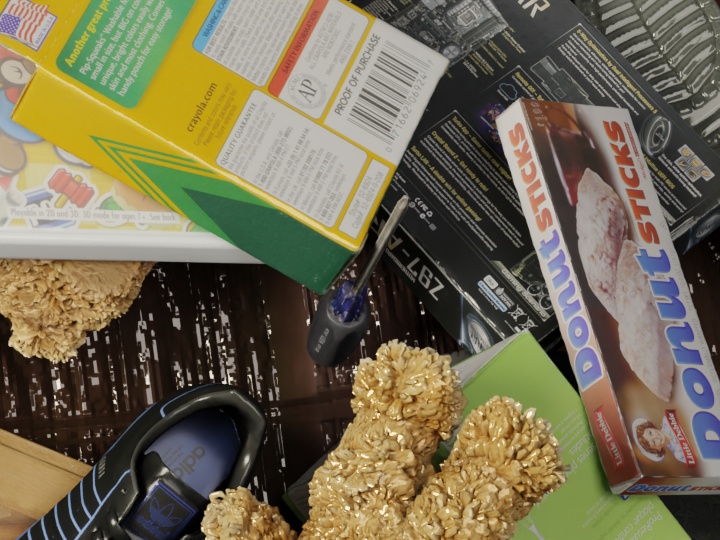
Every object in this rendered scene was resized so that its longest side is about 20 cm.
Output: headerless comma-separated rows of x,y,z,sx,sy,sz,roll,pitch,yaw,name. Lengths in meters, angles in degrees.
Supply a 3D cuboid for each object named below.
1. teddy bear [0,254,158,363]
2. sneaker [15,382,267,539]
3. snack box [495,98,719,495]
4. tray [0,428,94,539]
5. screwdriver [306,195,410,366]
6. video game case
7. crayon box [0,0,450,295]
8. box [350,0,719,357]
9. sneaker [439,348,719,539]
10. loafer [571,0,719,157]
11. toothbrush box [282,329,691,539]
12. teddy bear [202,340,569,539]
-0.189,-0.043,1.327,0.200,0.067,0.145,23,61,-9,teddy bear
-0.115,0.128,1.266,0.070,0.078,0.200,39,68,-10,sneaker
0.123,0.011,1.324,0.072,0.024,0.200,3,60,-37,snack box
-0.116,0.152,1.322,0.200,0.037,0.099,23,71,-15,tray
0.000,0.000,1.313,0.028,0.200,0.029,-13,67,-16,screwdriver
-0.124,-0.089,1.324,0.200,0.023,0.182,1,63,-22,video game case
-0.073,-0.093,1.304,0.200,0.052,0.126,30,55,-7,crayon box
0.067,-0.063,1.403,0.160,0.044,0.200,-36,75,-24,box
0.122,0.100,1.413,0.200,0.060,0.104,7,72,-24,sneaker
0.175,-0.080,1.474,0.075,0.070,0.200,-29,76,-8,loafer
0.079,0.145,1.336,0.086,0.146,0.200,-40,94,-32,toothbrush box
0.006,0.131,1.212,0.200,0.067,0.145,-44,90,5,teddy bear
